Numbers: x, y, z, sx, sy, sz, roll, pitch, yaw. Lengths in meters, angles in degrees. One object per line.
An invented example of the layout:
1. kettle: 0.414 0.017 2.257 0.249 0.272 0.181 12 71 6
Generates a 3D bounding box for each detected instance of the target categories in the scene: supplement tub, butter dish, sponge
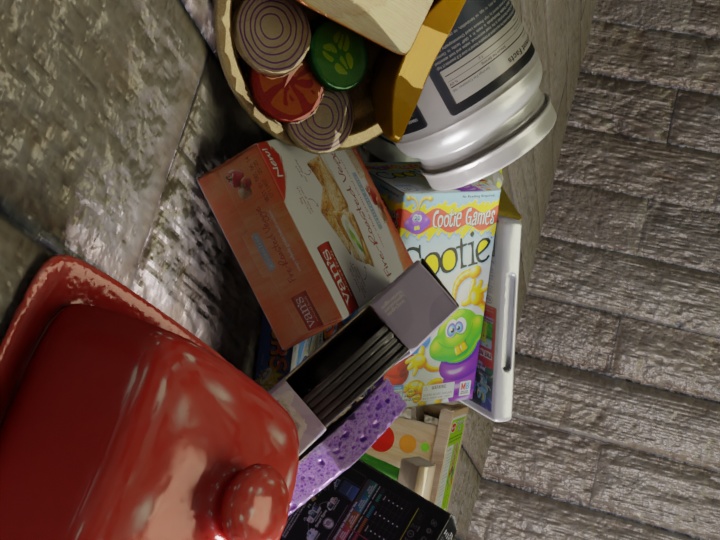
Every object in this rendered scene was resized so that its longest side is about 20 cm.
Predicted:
1. supplement tub: 0.062 -0.184 0.881 0.201 0.139 0.141 59 32 -17
2. butter dish: -0.100 0.117 0.568 0.200 0.146 0.202 43 57 -44
3. sponge: -0.054 0.167 0.850 0.200 0.030 0.111 -42 178 35

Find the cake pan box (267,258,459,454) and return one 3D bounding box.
1. cake pan box: -0.025 0.085 0.809 0.184 0.052 0.200 -43 177 -19

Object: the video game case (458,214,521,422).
1. video game case: 0.094 0.030 1.049 0.200 0.023 0.185 -157 -113 -64

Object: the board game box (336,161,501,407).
1. board game box: 0.049 0.011 0.990 0.103 0.103 0.203 36 -54 57

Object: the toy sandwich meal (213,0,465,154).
1. toy sandwich meal: -0.005 -0.178 0.736 0.203 0.070 0.208 -10 110 -30

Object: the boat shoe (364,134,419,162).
1. boat shoe: 0.049 -0.168 1.116 0.201 0.071 0.072 -71 -177 -63

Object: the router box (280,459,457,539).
1. router box: -0.027 0.268 0.946 0.201 0.149 0.062 -56 158 -16

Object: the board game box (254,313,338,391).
1. board game box: -0.057 0.079 0.993 0.135 0.034 0.203 -32 132 -70

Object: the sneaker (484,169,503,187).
1. sneaker: 0.102 -0.137 1.065 0.201 0.074 0.077 79 27 -48

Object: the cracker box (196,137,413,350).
1. cracker box: -0.033 -0.034 0.821 0.135 0.057 0.200 63 21 -3

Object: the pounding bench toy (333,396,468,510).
1. pounding bench toy: 0.012 0.187 1.100 0.200 0.154 0.126 18 84 -77

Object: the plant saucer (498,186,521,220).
1. plant saucer: 0.088 -0.022 1.229 0.200 0.048 0.200 -48 -168 12
